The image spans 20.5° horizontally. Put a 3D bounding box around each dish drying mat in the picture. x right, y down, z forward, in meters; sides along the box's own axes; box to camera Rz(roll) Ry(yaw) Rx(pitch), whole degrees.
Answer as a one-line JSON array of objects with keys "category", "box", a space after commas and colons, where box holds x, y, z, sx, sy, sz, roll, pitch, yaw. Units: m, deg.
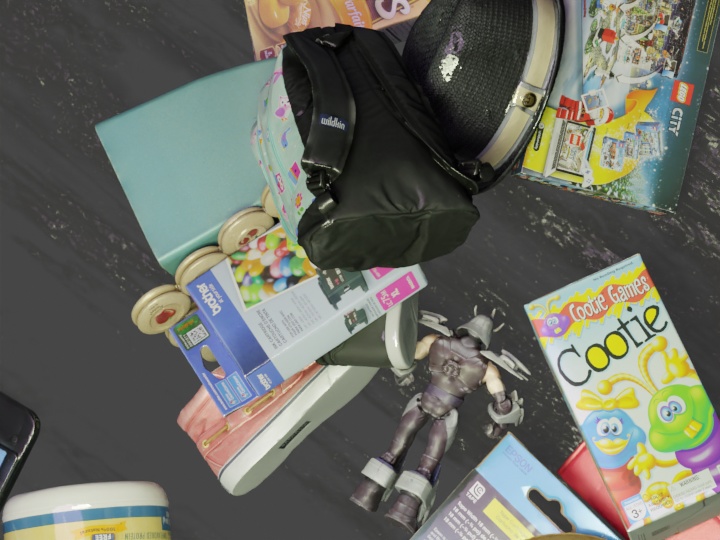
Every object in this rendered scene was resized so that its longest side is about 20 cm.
[{"category": "dish drying mat", "box": [0.256, 0.205, 1.623, 0.200, 0.018, 0.077, 43, 97, 19]}]

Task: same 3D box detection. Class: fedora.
[{"category": "fedora", "box": [0.087, -0.166, 1.648, 0.092, 0.201, 0.201, 15, 86, -21]}]

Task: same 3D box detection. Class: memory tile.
[{"category": "memory tile", "box": [-0.088, -0.001, 1.704, 0.200, 0.153, 0.017, -42, 59, 10]}]

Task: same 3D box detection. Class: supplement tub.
[{"category": "supplement tub", "box": [-0.229, 0.288, 1.712, 0.145, 0.145, 0.200, -10, 79, 18]}]

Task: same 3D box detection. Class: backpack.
[{"category": "backpack", "box": [-0.011, -0.098, 1.577, 0.127, 0.167, 0.200, -56, 47, 42]}]

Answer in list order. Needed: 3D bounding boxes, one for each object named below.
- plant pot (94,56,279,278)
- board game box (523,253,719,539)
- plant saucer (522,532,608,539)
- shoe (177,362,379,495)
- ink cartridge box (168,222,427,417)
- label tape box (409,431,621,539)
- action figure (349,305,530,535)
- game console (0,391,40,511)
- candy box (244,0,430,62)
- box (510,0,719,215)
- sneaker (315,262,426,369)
[{"category": "plant pot", "box": [-0.096, -0.095, 1.733, 0.200, 0.141, 0.141, -27, 74, 4]}, {"category": "board game box", "box": [0.221, 0.106, 1.591, 0.103, 0.105, 0.200, -25, 71, 3]}, {"category": "plant saucer", "box": [0.159, 0.306, 1.576, 0.200, 0.035, 0.200, -2, 105, -6]}, {"category": "shoe", "box": [-0.067, 0.096, 1.724, 0.200, 0.071, 0.091, -44, 70, 8]}, {"category": "ink cartridge box", "box": [-0.058, 0.020, 1.628, 0.200, 0.042, 0.119, -35, 51, -1]}, {"category": "label tape box", "box": [0.112, 0.255, 1.641, 0.144, 0.063, 0.200, 44, 97, 18]}, {"category": "action figure", "box": [0.063, 0.119, 1.681, 0.130, 0.069, 0.200, 27, 87, 28]}, {"category": "game console", "box": [-0.420, 0.180, 1.810, 0.176, 0.116, 0.200, 28, 92, 21]}, {"category": "candy box", "box": [-0.003, -0.254, 1.763, 0.200, 0.055, 0.116, -16, 77, 16]}, {"category": "box", "box": [0.214, -0.158, 1.651, 0.137, 0.038, 0.200, 14, 86, -9]}, {"category": "sneaker", "box": [0.000, 0.000, 1.682, 0.099, 0.071, 0.200, -6, 49, 17]}]
